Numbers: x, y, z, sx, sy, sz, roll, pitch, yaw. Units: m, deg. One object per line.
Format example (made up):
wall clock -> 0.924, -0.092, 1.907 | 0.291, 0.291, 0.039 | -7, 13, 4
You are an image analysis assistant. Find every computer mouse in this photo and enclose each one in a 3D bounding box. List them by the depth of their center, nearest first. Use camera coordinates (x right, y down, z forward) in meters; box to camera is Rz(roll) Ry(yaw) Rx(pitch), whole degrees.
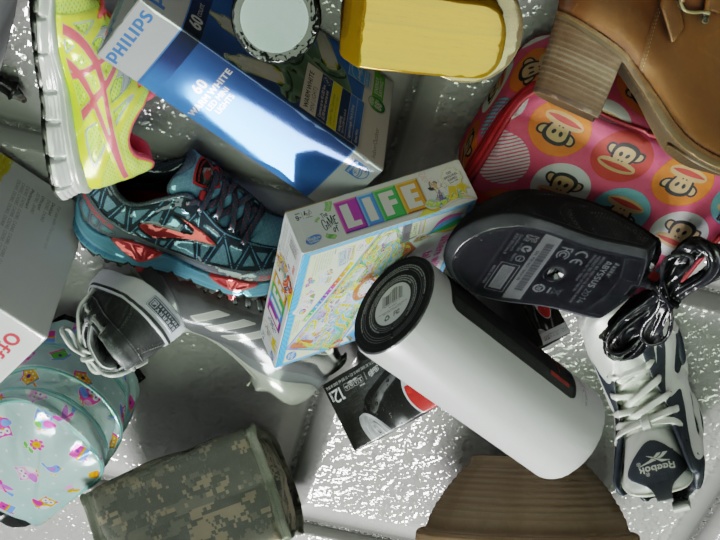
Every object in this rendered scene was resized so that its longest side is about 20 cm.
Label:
computer mouse -> 0.148, -0.009, 0.956 | 0.198, 0.053, 0.139 | 16, 137, -21

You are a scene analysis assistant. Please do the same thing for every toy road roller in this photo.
toy road roller -> 0.010, -0.210, 0.844 | 0.197, 0.123, 0.148 | 8, 118, -4

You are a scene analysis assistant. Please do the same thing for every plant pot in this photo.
plant pot -> 0.146, 0.210, 1.191 | 0.198, 0.094, 0.201 | 0, 173, 0

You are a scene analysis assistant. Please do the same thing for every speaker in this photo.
speaker -> 0.090, 0.075, 0.988 | 0.081, 0.082, 0.199 | -34, 125, 30

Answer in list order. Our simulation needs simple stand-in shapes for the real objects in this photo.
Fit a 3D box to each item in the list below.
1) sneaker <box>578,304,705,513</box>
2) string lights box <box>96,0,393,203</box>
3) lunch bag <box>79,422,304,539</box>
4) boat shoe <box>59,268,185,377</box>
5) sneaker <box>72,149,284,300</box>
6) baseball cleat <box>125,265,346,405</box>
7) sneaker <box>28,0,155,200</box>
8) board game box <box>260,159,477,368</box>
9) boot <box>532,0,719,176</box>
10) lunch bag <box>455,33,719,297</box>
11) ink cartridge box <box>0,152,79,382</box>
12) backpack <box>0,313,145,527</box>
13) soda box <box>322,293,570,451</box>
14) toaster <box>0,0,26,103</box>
sneaker -> 0.236, 0.119, 1.104 | 0.078, 0.130, 0.200 | -13, 129, 15
string lights box -> -0.074, -0.137, 0.924 | 0.199, 0.103, 0.059 | 33, 128, -23
lunch bag -> -0.140, 0.216, 1.200 | 0.162, 0.119, 0.200 | -20, 169, -2
boat shoe -> -0.192, 0.049, 1.054 | 0.068, 0.199, 0.074 | -44, 109, -15
sneaker -> -0.122, -0.042, 1.031 | 0.197, 0.080, 0.096 | 10, 130, -4
baseball cleat -> -0.093, 0.026, 1.108 | 0.106, 0.070, 0.200 | -40, 121, 15
sneaker -> -0.185, -0.149, 0.947 | 0.089, 0.078, 0.202 | -6, 125, -11
board game box -> 0.000, 0.000, 1.000 | 0.133, 0.035, 0.201 | -18, 158, -18
boot -> 0.224, -0.150, 0.871 | 0.198, 0.077, 0.157 | 24, 95, 2
lunch bag -> 0.168, -0.063, 0.988 | 0.198, 0.083, 0.177 | 22, 134, -11
ink cartridge box -> -0.338, -0.014, 1.028 | 0.199, 0.147, 0.146 | 35, 126, -24
backpack -> -0.277, 0.135, 1.166 | 0.166, 0.127, 0.199 | 37, 127, -25
soda box -> 0.068, 0.073, 1.105 | 0.199, 0.071, 0.064 | -33, 81, 29
toaster -> -0.318, -0.182, 0.898 | 0.198, 0.119, 0.182 | 17, 132, -10
